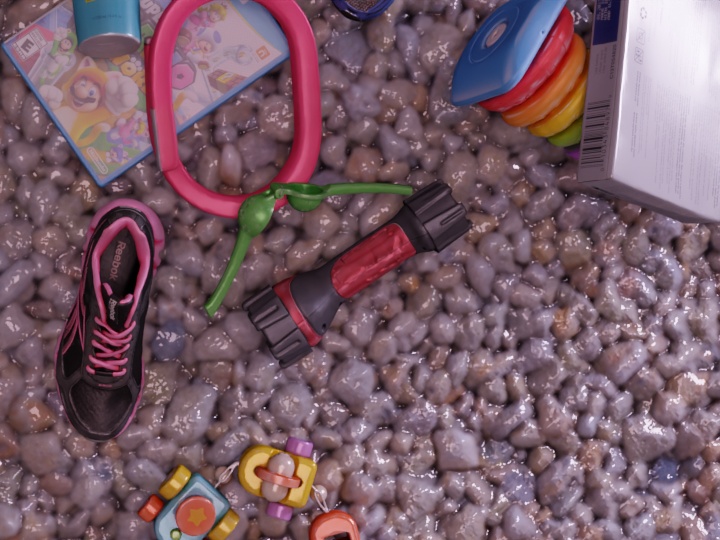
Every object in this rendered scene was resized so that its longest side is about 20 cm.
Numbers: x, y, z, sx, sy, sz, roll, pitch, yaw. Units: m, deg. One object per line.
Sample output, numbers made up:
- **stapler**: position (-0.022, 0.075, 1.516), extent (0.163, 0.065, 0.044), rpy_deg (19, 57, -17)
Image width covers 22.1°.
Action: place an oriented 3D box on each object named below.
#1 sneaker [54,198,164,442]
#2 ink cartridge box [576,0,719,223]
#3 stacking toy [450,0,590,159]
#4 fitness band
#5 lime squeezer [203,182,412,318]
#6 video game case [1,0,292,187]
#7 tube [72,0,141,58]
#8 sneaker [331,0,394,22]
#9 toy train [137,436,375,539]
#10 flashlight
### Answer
- **sneaker**: position (-0.203, 0.042, 1.490), extent (0.079, 0.095, 0.201), rpy_deg (7, 92, -10)
- **ink cartridge box**: position (0.264, -0.146, 1.547), extent (0.199, 0.040, 0.201), rpy_deg (17, 76, -42)
- **stacking toy**: position (0.184, -0.138, 1.551), extent (0.200, 0.110, 0.116), rpy_deg (37, 70, -19)
- **fitness band**: position (-0.104, -0.142, 1.515), extent (0.143, 0.037, 0.201), rpy_deg (-6, 103, -17)
- **lime squeezer**: position (-0.054, -0.042, 1.510), extent (0.199, 0.038, 0.071), rpy_deg (-32, 99, -7)
- **video game case**: position (-0.174, -0.183, 1.527), extent (0.200, 0.018, 0.143), rpy_deg (-35, 95, -7)
- **tube**: position (-0.211, -0.274, 1.499), extent (0.077, 0.050, 0.201), rpy_deg (-4, 75, -13)
- **sneaker**: position (0.029, -0.301, 1.525), extent (0.075, 0.078, 0.201), rpy_deg (24, 87, -8)
- **toy train**: position (-0.083, 0.221, 1.531), extent (0.199, 0.056, 0.151), rpy_deg (-9, 92, -9)
- **flashlight**: position (0.000, 0.000, 1.530), extent (0.200, 0.068, 0.068), rpy_deg (-33, 62, -2)
